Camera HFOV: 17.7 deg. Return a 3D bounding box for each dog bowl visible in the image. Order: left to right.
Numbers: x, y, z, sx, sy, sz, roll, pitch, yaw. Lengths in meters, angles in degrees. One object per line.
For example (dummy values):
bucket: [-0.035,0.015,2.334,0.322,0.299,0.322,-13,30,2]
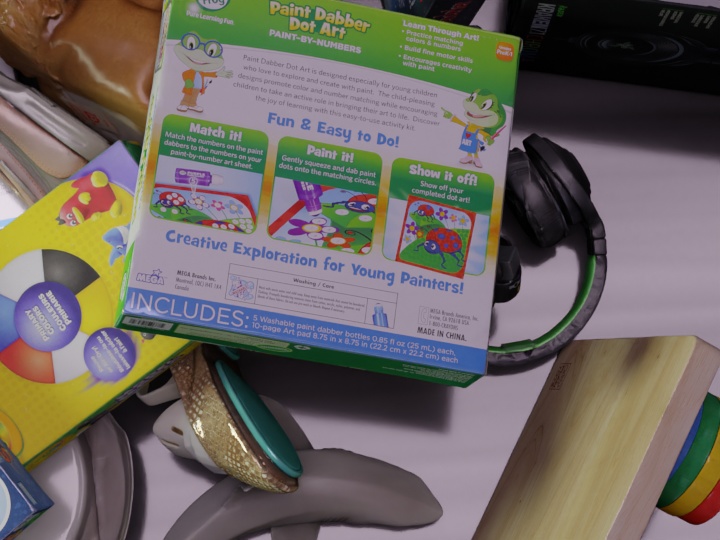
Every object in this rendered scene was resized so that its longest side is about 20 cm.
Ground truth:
dog bowl: [-0.229,0.128,1.344,0.200,0.059,0.200,0,81,-1]

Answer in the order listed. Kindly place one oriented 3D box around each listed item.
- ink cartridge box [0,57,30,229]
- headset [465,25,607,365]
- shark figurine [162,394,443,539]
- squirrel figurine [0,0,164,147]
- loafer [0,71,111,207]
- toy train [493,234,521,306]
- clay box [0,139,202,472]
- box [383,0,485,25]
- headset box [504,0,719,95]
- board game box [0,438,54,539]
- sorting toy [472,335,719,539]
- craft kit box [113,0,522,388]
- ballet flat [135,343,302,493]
ink cartridge box: [-0.254,-0.076,1.372,0.115,0.068,0.200,-11,81,-5]
headset: [0.079,-0.043,1.361,0.123,0.094,0.200,-10,91,-3]
shark figurine: [-0.072,0.150,1.330,0.214,0.090,0.128,-36,82,-9]
squirrel figurine: [-0.120,-0.173,1.347,0.200,0.142,0.187,36,73,-13]
loafer: [-0.237,-0.100,1.310,0.200,0.072,0.063,34,90,-2]
toy train: [0.000,0.000,1.349,0.200,0.046,0.034,3,39,24]
clay box: [-0.174,0.032,1.285,0.200,0.048,0.115,-37,85,7]
box: [0.038,-0.216,1.334,0.038,0.200,0.137,-14,82,-11]
headset box: [0.191,-0.169,1.345,0.200,0.174,0.093,7,80,-1]
board game box: [-0.282,0.094,1.265,0.135,0.034,0.200,-41,85,9]
sorting toy: [0.135,0.142,1.285,0.070,0.199,0.200,28,81,-12]
craft kit box: [-0.021,-0.050,1.253,0.200,0.049,0.198,11,76,-10]
ballet flat: [-0.093,0.069,1.324,0.065,0.071,0.200,-36,44,7]
